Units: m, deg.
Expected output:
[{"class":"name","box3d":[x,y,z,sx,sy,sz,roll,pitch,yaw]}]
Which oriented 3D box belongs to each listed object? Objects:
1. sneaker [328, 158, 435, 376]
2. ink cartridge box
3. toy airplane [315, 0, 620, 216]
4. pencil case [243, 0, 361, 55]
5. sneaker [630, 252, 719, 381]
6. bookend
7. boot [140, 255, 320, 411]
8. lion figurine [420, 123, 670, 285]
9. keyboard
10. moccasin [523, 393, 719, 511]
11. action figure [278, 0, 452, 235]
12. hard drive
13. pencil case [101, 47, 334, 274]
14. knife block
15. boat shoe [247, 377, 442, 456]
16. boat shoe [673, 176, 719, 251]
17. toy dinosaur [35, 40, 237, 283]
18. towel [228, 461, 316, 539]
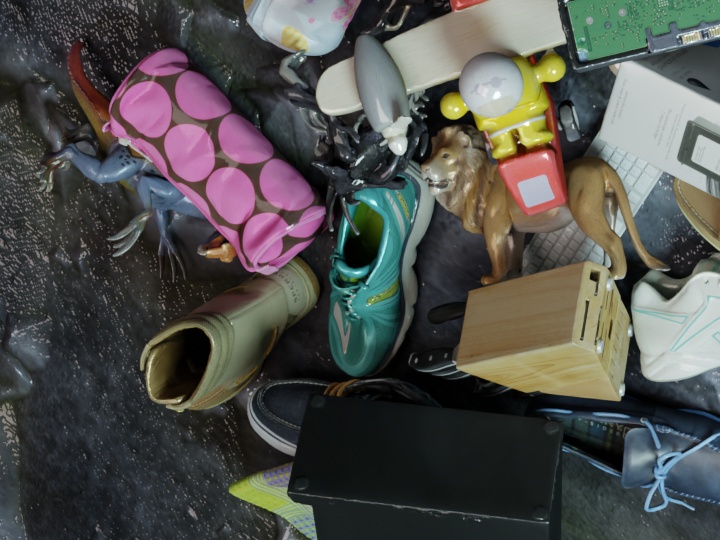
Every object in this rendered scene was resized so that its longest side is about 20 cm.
[{"class":"sneaker","box3d":[0.000,0.000,1.764,0.077,0.080,0.201,24,125,24]},{"class":"ink cartridge box","box3d":[0.278,-0.091,1.495,0.199,0.116,0.068,29,124,21]},{"class":"toy airplane","box3d":[0.093,-0.155,1.541,0.198,0.141,0.201,27,110,-3]},{"class":"pencil case","box3d":[-0.018,-0.256,1.647,0.083,0.091,0.201,40,130,14]},{"class":"sneaker","box3d":[0.276,0.028,1.586,0.199,0.070,0.081,-10,103,39]},{"class":"bookend","box3d":[0.057,0.198,1.721,0.197,0.093,0.201,5,143,10]},{"class":"boot","box3d":[-0.134,0.077,1.847,0.073,0.155,0.200,51,131,4]},{"class":"lion figurine","box3d":[0.138,-0.052,1.642,0.199,0.072,0.123,-2,89,32]},{"class":"keyboard","box3d":[0.166,-0.028,1.677,0.056,0.011,0.201,40,129,13]},{"class":"moccasin","box3d":[0.215,0.143,1.685,0.199,0.068,0.081,14,120,30]},{"class":"action figure","box3d":[0.007,-0.133,1.658,0.102,0.118,0.201,36,106,39]},{"class":"hard drive","box3d":[0.185,-0.243,1.451,0.139,0.038,0.201,-14,88,9]},{"class":"pencil case","box3d":[-0.118,-0.085,1.804,0.094,0.091,0.200,-45,78,1]},{"class":"knife block","box3d":[0.109,0.046,1.639,0.174,0.200,0.064,5,74,16]},{"class":"boat shoe","box3d":[-0.009,0.115,1.815,0.199,0.071,0.091,15,151,22]},{"class":"boat shoe","box3d":[0.291,-0.027,1.522,0.200,0.066,0.074,36,96,33]},{"class":"toy dinosaur","box3d":[-0.176,-0.077,1.855,0.180,0.105,0.201,9,105,10]},{"class":"towel","box3d":[-0.002,0.198,1.844,0.199,0.023,0.143,-15,137,45]}]
